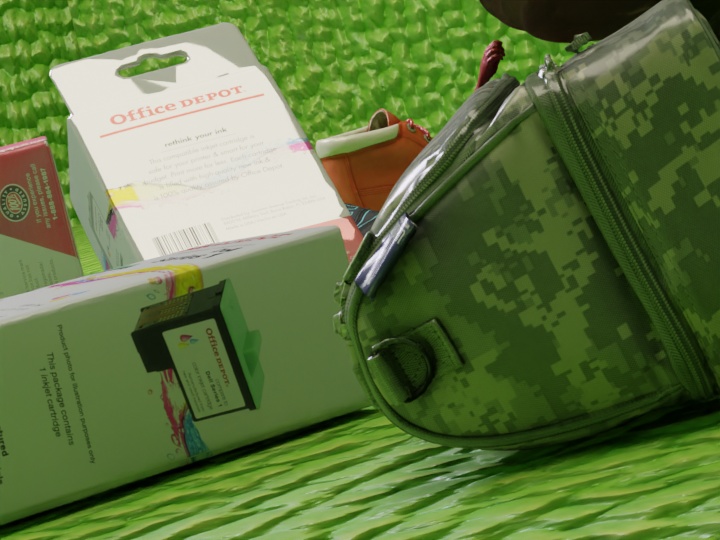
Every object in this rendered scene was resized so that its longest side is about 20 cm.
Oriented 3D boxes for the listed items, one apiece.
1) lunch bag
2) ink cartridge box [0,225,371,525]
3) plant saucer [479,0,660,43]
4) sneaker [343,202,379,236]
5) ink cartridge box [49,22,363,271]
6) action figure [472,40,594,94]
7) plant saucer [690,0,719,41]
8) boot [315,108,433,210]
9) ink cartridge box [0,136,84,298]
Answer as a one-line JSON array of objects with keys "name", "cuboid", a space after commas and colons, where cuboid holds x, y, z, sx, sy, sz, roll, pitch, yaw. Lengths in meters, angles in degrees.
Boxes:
[{"name": "lunch bag", "cuboid": [0.080, -0.008, 1.108, 0.167, 0.140, 0.200, -30, 2, 8]}, {"name": "ink cartridge box", "cuboid": [-0.113, 0.046, 1.306, 0.199, 0.085, 0.145, -16, 5, -30]}, {"name": "plant saucer", "cuboid": [0.158, -0.176, 1.595, 0.199, 0.030, 0.200, -19, -19, -7]}, {"name": "sneaker", "cuboid": [0.000, 0.000, 1.731, 0.079, 0.076, 0.200, -5, 13, -2]}, {"name": "ink cartridge box", "cuboid": [-0.081, -0.034, 1.571, 0.116, 0.201, 0.068, -15, -40, -17]}, {"name": "action figure", "cuboid": [0.094, -0.089, 1.584, 0.065, 0.100, 0.200, 12, -7, -5]}, {"name": "plant saucer", "cuboid": [0.263, -0.139, 1.558, 0.199, 0.048, 0.200, 24, -12, 14]}, {"name": "boot", "cuboid": [0.051, -0.068, 2.128, 0.199, 0.108, 0.075, -16, 3, -40]}, {"name": "ink cartridge box", "cuboid": [-0.271, 0.012, 1.850, 0.199, 0.148, 0.083, -14, 3, -5]}]
